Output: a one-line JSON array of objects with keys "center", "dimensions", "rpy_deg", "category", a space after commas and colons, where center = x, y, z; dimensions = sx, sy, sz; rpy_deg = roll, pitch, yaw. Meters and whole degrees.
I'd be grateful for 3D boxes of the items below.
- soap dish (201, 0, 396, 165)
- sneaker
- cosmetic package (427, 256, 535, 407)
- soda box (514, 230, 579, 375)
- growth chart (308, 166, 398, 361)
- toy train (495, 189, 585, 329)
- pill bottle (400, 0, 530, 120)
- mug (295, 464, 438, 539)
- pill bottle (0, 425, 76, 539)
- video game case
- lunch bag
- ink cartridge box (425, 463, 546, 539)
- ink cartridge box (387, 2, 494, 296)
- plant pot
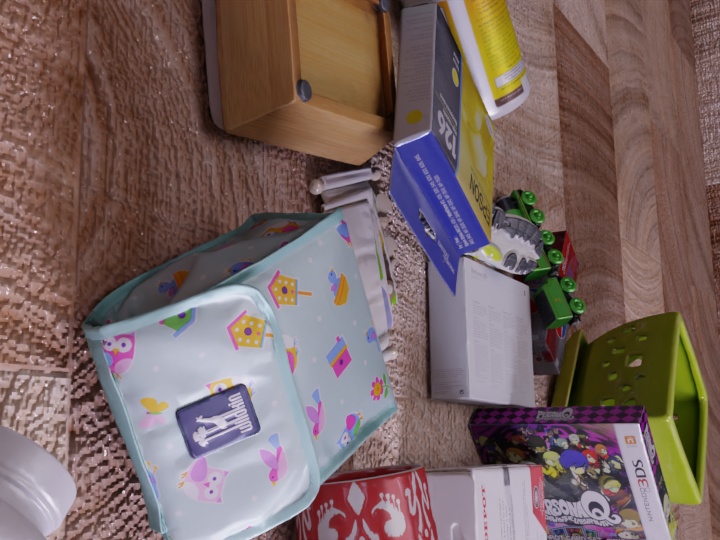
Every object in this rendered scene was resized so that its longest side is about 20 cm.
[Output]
[{"center": [-0.042, -0.180, 0.767], "dimensions": [0.200, 0.081, 0.159], "rpy_deg": [3, 81, -59], "category": "soap dish"}, {"center": [0.114, -0.048, 1.020], "dimensions": [0.199, 0.079, 0.078], "rpy_deg": [30, 79, -34], "category": "sneaker"}, {"center": [0.142, 0.078, 1.061], "dimensions": [0.200, 0.051, 0.152], "rpy_deg": [20, 69, -57], "category": "cosmetic package"}, {"center": [0.241, 0.041, 1.227], "dimensions": [0.070, 0.063, 0.201], "rpy_deg": [59, 37, -36], "category": "soda box"}, {"center": [0.000, 0.000, 0.865], "dimensions": [0.144, 0.018, 0.202], "rpy_deg": [-5, 88, -61], "category": "growth chart"}, {"center": [0.224, -0.017, 1.173], "dimensions": [0.056, 0.042, 0.201], "rpy_deg": [-8, 63, -23], "category": "toy train"}, {"center": [0.112, -0.271, 1.025], "dimensions": [0.109, 0.109, 0.201], "rpy_deg": [-56, 131, -49], "category": "pill bottle"}, {"center": [0.002, 0.265, 0.744], "dimensions": [0.132, 0.177, 0.202], "rpy_deg": [-5, 82, -24], "category": "mug"}, {"center": [-0.201, 0.163, 0.389], "dimensions": [0.111, 0.110, 0.201], "rpy_deg": [61, 36, -33], "category": "pill bottle"}, {"center": [0.243, 0.235, 1.055], "dimensions": [0.036, 0.199, 0.182], "rpy_deg": [-52, 128, -49], "category": "video game case"}, {"center": [-0.079, 0.069, 0.615], "dimensions": [0.200, 0.121, 0.172], "rpy_deg": [-36, 117, -48], "category": "lunch bag"}, {"center": [0.122, 0.276, 0.951], "dimensions": [0.200, 0.082, 0.148], "rpy_deg": [19, 67, -58], "category": "ink cartridge box"}, {"center": [0.082, -0.109, 0.867], "dimensions": [0.198, 0.047, 0.201], "rpy_deg": [51, 36, -55], "category": "ink cartridge box"}, {"center": [0.384, 0.199, 1.325], "dimensions": [0.201, 0.180, 0.200], "rpy_deg": [61, 37, -34], "category": "plant pot"}]
